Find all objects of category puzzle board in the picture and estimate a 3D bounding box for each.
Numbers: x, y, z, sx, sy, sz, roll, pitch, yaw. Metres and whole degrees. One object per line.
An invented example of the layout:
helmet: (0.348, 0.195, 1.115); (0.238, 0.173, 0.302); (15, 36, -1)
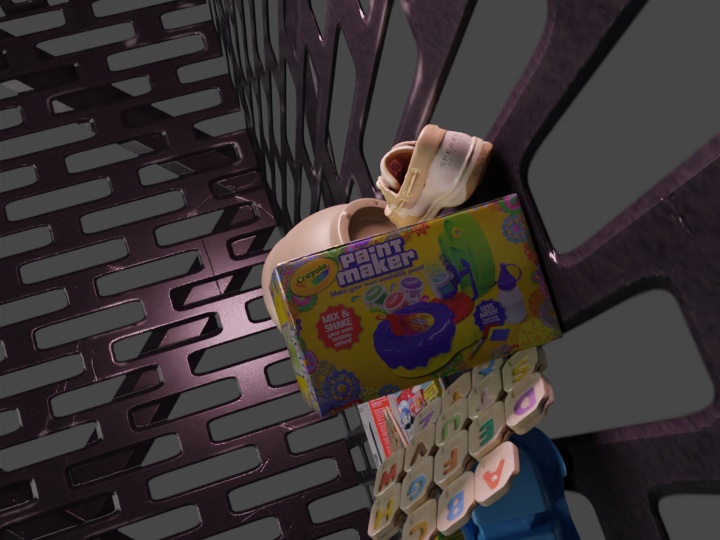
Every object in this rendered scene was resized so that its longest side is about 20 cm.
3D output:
puzzle board: (0.084, 0.187, 1.105); (0.200, 0.017, 0.151); (114, 139, -61)

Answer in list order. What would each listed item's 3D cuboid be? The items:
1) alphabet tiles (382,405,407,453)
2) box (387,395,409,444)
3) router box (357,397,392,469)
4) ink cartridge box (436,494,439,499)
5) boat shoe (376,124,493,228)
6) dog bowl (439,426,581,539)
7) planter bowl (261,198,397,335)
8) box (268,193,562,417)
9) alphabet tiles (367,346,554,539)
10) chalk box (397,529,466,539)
alphabet tiles: (0.076, 0.331, 1.327); (0.200, 0.006, 0.167); (-121, 17, -59)
box: (0.095, 0.290, 1.268); (0.144, 0.036, 0.200); (-173, 66, -80)
router box: (0.052, 0.340, 1.555); (0.200, 0.049, 0.180); (111, 141, -75)
ink cartridge box: (0.135, 0.379, 1.037); (0.146, 0.084, 0.200); (-171, 64, -80)
boat shoe: (0.051, -0.086, 0.702); (0.074, 0.069, 0.200); (-65, 9, -15)
dog bowl: (0.138, 0.224, 0.699); (0.050, 0.111, 0.200); (-20, -87, -81)
planter bowl: (0.000, 0.000, 0.932); (0.135, 0.200, 0.201); (-48, 54, 47)
box: (0.033, 0.032, 0.682); (0.193, 0.200, 0.122); (142, 111, -81)
alphabet tiles: (0.079, 0.142, 0.653); (0.015, 0.200, 0.196); (41, -157, -11)
chalk box: (0.119, 0.350, 0.783); (0.124, 0.200, 0.124); (-46, 30, 29)
